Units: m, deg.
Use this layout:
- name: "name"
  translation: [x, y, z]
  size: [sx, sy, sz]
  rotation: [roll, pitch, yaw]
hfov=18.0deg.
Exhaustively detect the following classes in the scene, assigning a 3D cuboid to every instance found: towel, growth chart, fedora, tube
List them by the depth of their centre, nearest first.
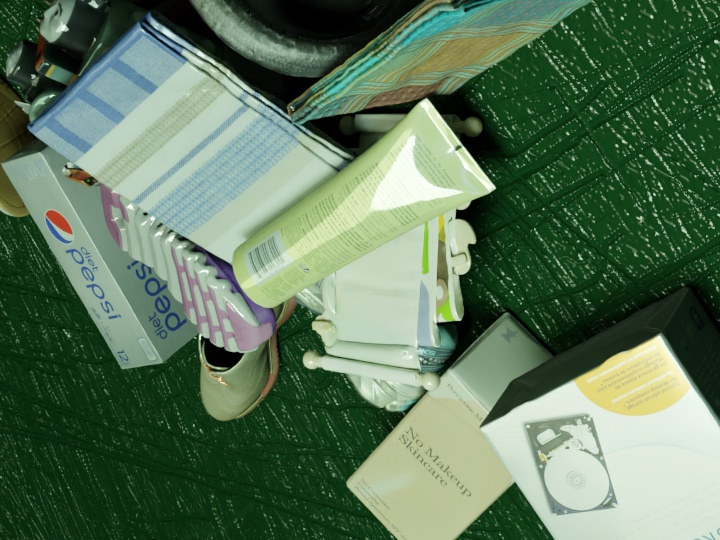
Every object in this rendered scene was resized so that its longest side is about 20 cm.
- name: "towel"
  translation: [0.059, -0.140, 1.405]
  size: [0.200, 0.146, 0.022]
  rotation: [-31, 76, 54]
- name: "fedora"
  translation: [-0.038, -0.222, 1.450]
  size: [0.201, 0.200, 0.092]
  rotation: [53, 175, -5]
- name: "tube"
  translation: [-0.002, -0.039, 1.556]
  size: [0.200, 0.058, 0.052]
  rotation: [-33, 54, 33]
- name: "towel"
  translation: [-0.111, -0.086, 1.575]
  size: [0.199, 0.024, 0.147]
  rotation: [33, 130, -24]
- name: "growth chart"
  translation: [0.024, -0.015, 1.577]
  size: [0.144, 0.018, 0.202]
  rotation: [15, 101, 40]

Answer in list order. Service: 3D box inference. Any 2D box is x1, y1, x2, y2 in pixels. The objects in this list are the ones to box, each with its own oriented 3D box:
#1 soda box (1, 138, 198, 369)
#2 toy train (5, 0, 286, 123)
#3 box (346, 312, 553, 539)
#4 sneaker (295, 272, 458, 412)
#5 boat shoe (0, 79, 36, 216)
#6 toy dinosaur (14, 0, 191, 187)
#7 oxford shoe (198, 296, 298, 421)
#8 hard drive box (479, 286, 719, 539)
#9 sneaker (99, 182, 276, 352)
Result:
- name: "soda box"
  translation: [-0.203, -0.023, 1.838]
  size: [0.063, 0.068, 0.201]
  rotation: [-10, 113, 51]
- name: "toy train"
  translation: [-0.148, -0.130, 1.612]
  size: [0.199, 0.086, 0.114]
  rotation: [24, 127, -21]
- name: "box"
  translation: [0.077, 0.126, 1.667]
  size: [0.095, 0.078, 0.200]
  rotation: [45, 143, 7]
- name: "sneaker"
  translation: [0.000, 0.000, 1.661]
  size: [0.086, 0.078, 0.200]
  rotation: [-42, 79, 25]
- name: "boat shoe"
  translation: [-0.327, -0.131, 1.879]
  size: [0.069, 0.071, 0.201]
  rotation: [-25, 96, 57]
- name: "toy dinosaur"
  translation: [-0.185, -0.134, 1.705]
  size: [0.199, 0.105, 0.182]
  rotation: [14, 141, 31]
- name: "oxford shoe"
  translation: [-0.106, 0.061, 1.806]
  size: [0.071, 0.074, 0.201]
  rotation: [37, 142, 17]
- name: "hard drive box"
  translation: [0.202, 0.137, 1.510]
  size: [0.155, 0.077, 0.201]
  rotation: [-31, 99, 32]
- name: "sneaker"
  translation: [-0.114, -0.021, 1.712]
  size: [0.200, 0.088, 0.081]
  rotation: [45, 151, 37]
